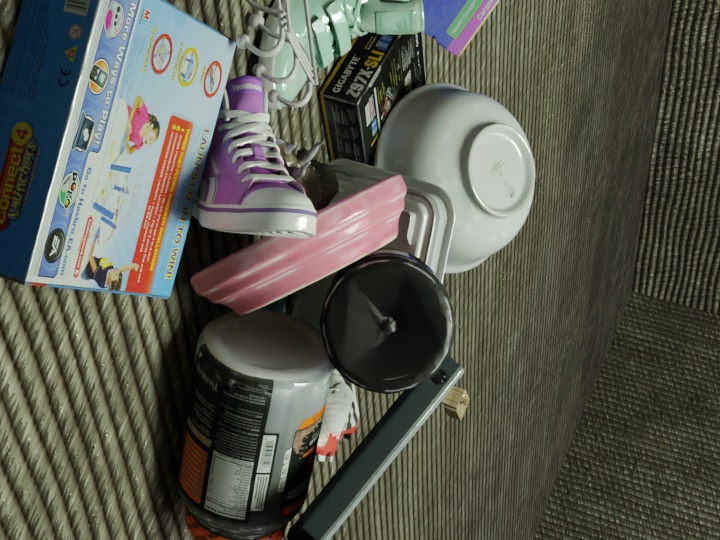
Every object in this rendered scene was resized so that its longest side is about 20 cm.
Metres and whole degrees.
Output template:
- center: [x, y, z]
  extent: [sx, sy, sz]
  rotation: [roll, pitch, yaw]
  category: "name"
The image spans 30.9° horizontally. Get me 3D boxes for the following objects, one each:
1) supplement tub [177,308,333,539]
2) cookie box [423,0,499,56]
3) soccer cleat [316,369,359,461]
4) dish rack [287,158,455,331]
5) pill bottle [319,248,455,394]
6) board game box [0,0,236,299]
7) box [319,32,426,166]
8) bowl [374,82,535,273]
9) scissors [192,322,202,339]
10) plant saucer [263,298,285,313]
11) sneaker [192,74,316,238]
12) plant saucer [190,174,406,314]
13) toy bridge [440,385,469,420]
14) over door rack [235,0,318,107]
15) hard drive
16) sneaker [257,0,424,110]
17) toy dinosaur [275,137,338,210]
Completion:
- center: [-0.098, 0.147, 1.166]
  extent: [0.122, 0.122, 0.201]
  rotation: [-43, 150, -57]
  category: "supplement tub"
- center: [0.122, -0.334, 1.324]
  extent: [0.172, 0.075, 0.200]
  rotation: [-53, -168, 28]
  category: "cookie box"
- center: [-0.044, 0.157, 1.438]
  extent: [0.200, 0.068, 0.086]
  rotation: [-12, 106, -75]
  category: "soccer cleat"
- center: [0.000, 0.000, 1.290]
  extent: [0.043, 0.171, 0.202]
  rotation: [-4, 109, -54]
  category: "dish rack"
- center: [0.023, 0.038, 1.139]
  extent: [0.200, 0.111, 0.113]
  rotation: [-76, -179, -87]
  category: "pill bottle"
- center: [-0.171, -0.088, 0.887]
  extent: [0.196, 0.055, 0.202]
  rotation: [13, 92, -72]
  category: "board game box"
- center: [0.020, -0.166, 1.388]
  extent: [0.160, 0.049, 0.201]
  rotation: [-60, 157, -31]
  category: "box"
- center: [0.117, -0.100, 1.354]
  extent: [0.200, 0.090, 0.203]
  rotation: [2, 86, -37]
  category: "bowl"
- center: [-0.126, 0.087, 1.227]
  extent: [0.073, 0.014, 0.201]
  rotation: [-59, 155, -33]
  category: "scissors"
- center: [-0.089, 0.099, 1.307]
  extent: [0.070, 0.019, 0.201]
  rotation: [-73, 169, -55]
  category: "plant saucer"
- center: [-0.087, -0.088, 0.983]
  extent: [0.072, 0.200, 0.115]
  rotation: [4, 100, -29]
  category: "sneaker"
- center: [-0.045, -0.017, 1.104]
  extent: [0.051, 0.200, 0.200]
  rotation: [63, 26, -2]
  category: "plant saucer"
- center: [0.022, 0.105, 1.371]
  extent: [0.027, 0.199, 0.067]
  rotation: [-65, 159, -17]
  category: "toy bridge"
- center: [-0.068, -0.246, 1.032]
  extent: [0.148, 0.066, 0.202]
  rotation: [56, 38, -79]
  category: "over door rack"
- center: [0.010, 0.169, 1.185]
  extent: [0.200, 0.033, 0.140]
  rotation: [-49, 175, -17]
  category: "hard drive"
- center: [-0.009, -0.218, 1.153]
  extent: [0.074, 0.117, 0.201]
  rotation: [75, 36, -59]
  category: "sneaker"
- center: [-0.062, -0.073, 1.131]
  extent: [0.200, 0.101, 0.078]
  rotation: [6, 97, -74]
  category: "toy dinosaur"
